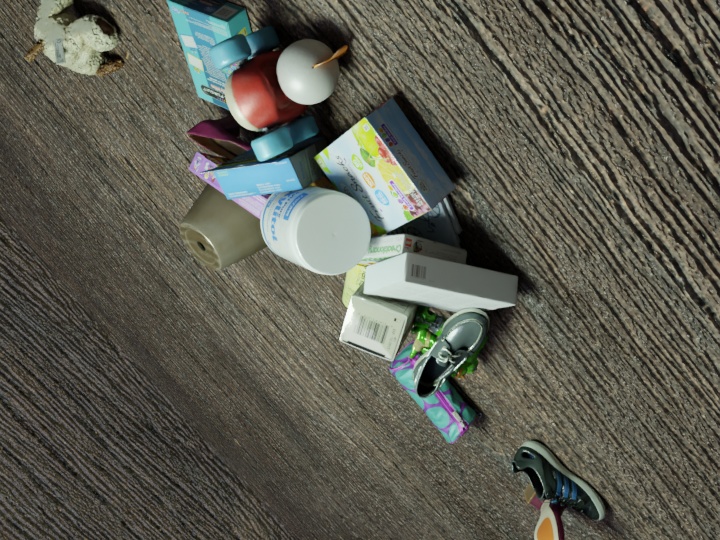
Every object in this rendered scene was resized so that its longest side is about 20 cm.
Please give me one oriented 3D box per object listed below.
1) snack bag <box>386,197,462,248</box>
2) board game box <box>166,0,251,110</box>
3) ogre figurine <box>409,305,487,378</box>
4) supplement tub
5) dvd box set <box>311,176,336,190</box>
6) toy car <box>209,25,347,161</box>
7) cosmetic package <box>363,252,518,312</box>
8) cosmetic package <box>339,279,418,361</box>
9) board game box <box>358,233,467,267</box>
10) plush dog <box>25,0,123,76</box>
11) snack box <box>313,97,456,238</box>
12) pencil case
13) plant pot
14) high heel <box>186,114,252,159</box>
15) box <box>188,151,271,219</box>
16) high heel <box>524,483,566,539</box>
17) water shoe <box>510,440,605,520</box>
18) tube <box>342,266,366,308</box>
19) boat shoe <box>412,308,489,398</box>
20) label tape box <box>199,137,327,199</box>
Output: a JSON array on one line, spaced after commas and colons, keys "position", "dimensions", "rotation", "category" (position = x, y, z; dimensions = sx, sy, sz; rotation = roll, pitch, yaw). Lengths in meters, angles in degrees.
[{"position": [0.096, -0.076, 1.592], "dimensions": [0.188, 0.021, 0.201], "rotation": [15, 139, 47], "category": "snack bag"}, {"position": [-0.239, -0.367, 1.643], "dimensions": [0.150, 0.047, 0.201], "rotation": [28, 148, 32], "category": "board game box"}, {"position": [0.153, 0.126, 1.690], "dimensions": [0.119, 0.098, 0.201], "rotation": [24, 140, 16], "category": "ogre figurine"}, {"position": [-0.077, -0.070, 1.560], "dimensions": [0.132, 0.132, 0.200], "rotation": [56, 167, -19], "category": "supplement tub"}, {"position": [-0.105, -0.148, 1.769], "dimensions": [0.200, 0.029, 0.146], "rotation": [47, 153, -2], "category": "dvd box set"}, {"position": [-0.090, -0.295, 1.461], "dimensions": [0.199, 0.177, 0.186], "rotation": [-18, 102, 30], "category": "toy car"}, {"position": [0.125, 0.023, 1.521], "dimensions": [0.198, 0.052, 0.151], "rotation": [12, 165, -23], "category": "cosmetic package"}, {"position": [0.043, 0.067, 1.637], "dimensions": [0.103, 0.200, 0.088], "rotation": [20, 110, 9], "category": "cosmetic package"}, {"position": [0.063, -0.025, 1.569], "dimensions": [0.125, 0.035, 0.199], "rotation": [13, 171, -31], "category": "board game box"}, {"position": [-0.574, -0.450, 1.931], "dimensions": [0.200, 0.161, 0.172], "rotation": [39, 179, 17], "category": "plush dog"}, {"position": [0.033, -0.151, 1.490], "dimensions": [0.169, 0.068, 0.200], "rotation": [53, 154, -5], "category": "snack box"}, {"position": [0.143, 0.236, 1.877], "dimensions": [0.200, 0.085, 0.092], "rotation": [51, 169, -10], "category": "pencil case"}, {"position": [-0.257, -0.099, 1.897], "dimensions": [0.199, 0.173, 0.201], "rotation": [35, 150, 23], "category": "plant pot"}, {"position": [-0.229, -0.203, 1.739], "dimensions": [0.200, 0.096, 0.068], "rotation": [47, 147, 33], "category": "high heel"}, {"position": [-0.196, -0.144, 1.739], "dimensions": [0.199, 0.039, 0.137], "rotation": [34, -167, 22], "category": "box"}, {"position": [0.372, 0.483, 1.815], "dimensions": [0.095, 0.068, 0.200], "rotation": [29, -168, -15], "category": "high heel"}, {"position": [0.365, 0.410, 1.803], "dimensions": [0.200, 0.079, 0.072], "rotation": [42, 153, 8], "category": "water shoe"}, {"position": [0.000, 0.000, 1.805], "dimensions": [0.057, 0.052, 0.201], "rotation": [4, 144, -7], "category": "tube"}, {"position": [0.148, 0.141, 1.591], "dimensions": [0.072, 0.062, 0.200], "rotation": [30, 130, -10], "category": "boat shoe"}, {"position": [-0.151, -0.161, 1.579], "dimensions": [0.143, 0.200, 0.064], "rotation": [-6, 107, 22], "category": "label tape box"}]
